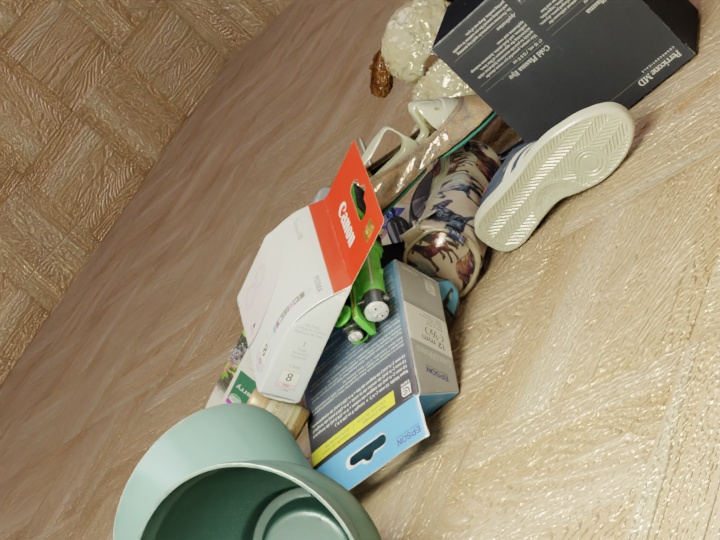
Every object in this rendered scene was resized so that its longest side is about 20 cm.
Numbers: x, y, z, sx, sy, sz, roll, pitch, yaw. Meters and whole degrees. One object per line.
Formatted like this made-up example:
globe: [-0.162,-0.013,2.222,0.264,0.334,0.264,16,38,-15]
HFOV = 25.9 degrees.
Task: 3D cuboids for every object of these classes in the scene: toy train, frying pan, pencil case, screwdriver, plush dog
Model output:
toy train: [-0.005,-0.010,1.473,0.056,0.042,0.201,-34,36,18]
frying pan: [0.121,-0.093,1.737,0.189,0.031,0.116,-22,43,42]
pencil case: [0.097,-0.060,1.619,0.077,0.090,0.201,-22,26,26]
screwdriver: [0.024,-0.084,1.816,0.029,0.028,0.201,-24,53,-4]
plush dog: [0.098,-0.238,1.824,0.200,0.172,0.160,-47,-7,8]

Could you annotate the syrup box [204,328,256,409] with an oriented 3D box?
syrup box: [-0.088,0.093,1.657,0.082,0.078,0.201,-48,-9,-47]

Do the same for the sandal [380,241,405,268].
sandal: [0.000,-0.001,1.604,0.198,0.076,0.043,-17,-33,-32]

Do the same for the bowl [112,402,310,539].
bowl: [-0.102,0.226,1.346,0.105,0.201,0.202,24,71,47]

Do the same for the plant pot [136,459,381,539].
plant pot: [-0.059,0.235,1.203,0.200,0.201,0.134,-43,-11,20]

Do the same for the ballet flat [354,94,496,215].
ballet flat: [0.059,-0.134,1.625,0.200,0.067,0.068,-42,17,-4]

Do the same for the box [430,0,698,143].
box: [0.206,-0.241,1.576,0.199,0.182,0.105,-38,17,32]

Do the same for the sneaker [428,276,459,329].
sneaker: [0.023,0.057,1.579,0.199,0.073,0.082,-36,11,30]

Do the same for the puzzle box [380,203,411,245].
puzzle box: [0.001,0.004,1.854,0.201,0.025,0.133,-51,15,-9]

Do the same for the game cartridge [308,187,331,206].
game cartridge: [-0.060,0.023,1.784,0.133,0.041,0.202,133,145,-51]

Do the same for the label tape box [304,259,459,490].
label tape box: [0.018,0.113,1.444,0.143,0.066,0.202,-40,42,30]

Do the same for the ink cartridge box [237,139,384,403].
ink cartridge box: [-0.051,-0.006,1.446,0.163,0.056,0.202,-109,36,-57]

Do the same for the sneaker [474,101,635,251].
sneaker: [0.184,-0.107,1.516,0.200,0.075,0.085,-39,22,33]

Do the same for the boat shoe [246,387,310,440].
boat shoe: [-0.115,0.165,1.505,0.200,0.064,0.072,-47,12,50]
